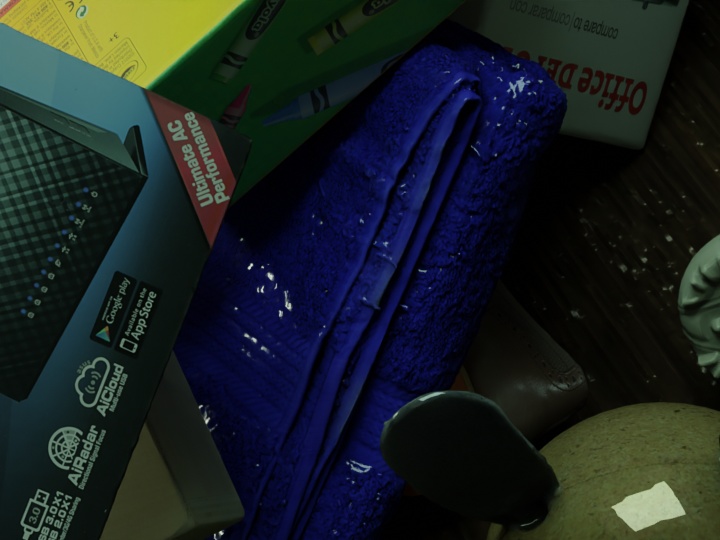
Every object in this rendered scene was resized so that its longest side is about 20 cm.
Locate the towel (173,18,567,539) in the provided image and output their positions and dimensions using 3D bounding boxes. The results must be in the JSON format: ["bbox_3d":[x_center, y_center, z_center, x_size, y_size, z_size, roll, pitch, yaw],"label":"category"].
[{"bbox_3d":[-0.031,0.005,0.827,0.147,0.049,0.201,32,103,38],"label":"towel"}]

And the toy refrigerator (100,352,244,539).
[{"bbox_3d":[-0.141,0.082,0.784,0.199,0.070,0.076,-27,82,9],"label":"toy refrigerator"}]

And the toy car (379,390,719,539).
[{"bbox_3d":[0.078,0.098,0.674,0.163,0.201,0.158,-8,44,9],"label":"toy car"}]

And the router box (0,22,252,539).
[{"bbox_3d":[-0.132,0.028,0.681,0.149,0.062,0.201,23,75,-12],"label":"router box"}]

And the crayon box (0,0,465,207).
[{"bbox_3d":[-0.025,-0.110,0.792,0.200,0.058,0.119,-40,48,8],"label":"crayon box"}]

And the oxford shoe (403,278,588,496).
[{"bbox_3d":[0.000,0.000,0.905,0.072,0.072,0.200,-14,44,-28],"label":"oxford shoe"}]

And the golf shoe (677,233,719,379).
[{"bbox_3d":[0.190,-0.016,0.866,0.199,0.079,0.097,-14,26,-7],"label":"golf shoe"}]

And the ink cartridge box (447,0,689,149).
[{"bbox_3d":[0.061,-0.149,0.905,0.083,0.146,0.201,21,99,31],"label":"ink cartridge box"}]
